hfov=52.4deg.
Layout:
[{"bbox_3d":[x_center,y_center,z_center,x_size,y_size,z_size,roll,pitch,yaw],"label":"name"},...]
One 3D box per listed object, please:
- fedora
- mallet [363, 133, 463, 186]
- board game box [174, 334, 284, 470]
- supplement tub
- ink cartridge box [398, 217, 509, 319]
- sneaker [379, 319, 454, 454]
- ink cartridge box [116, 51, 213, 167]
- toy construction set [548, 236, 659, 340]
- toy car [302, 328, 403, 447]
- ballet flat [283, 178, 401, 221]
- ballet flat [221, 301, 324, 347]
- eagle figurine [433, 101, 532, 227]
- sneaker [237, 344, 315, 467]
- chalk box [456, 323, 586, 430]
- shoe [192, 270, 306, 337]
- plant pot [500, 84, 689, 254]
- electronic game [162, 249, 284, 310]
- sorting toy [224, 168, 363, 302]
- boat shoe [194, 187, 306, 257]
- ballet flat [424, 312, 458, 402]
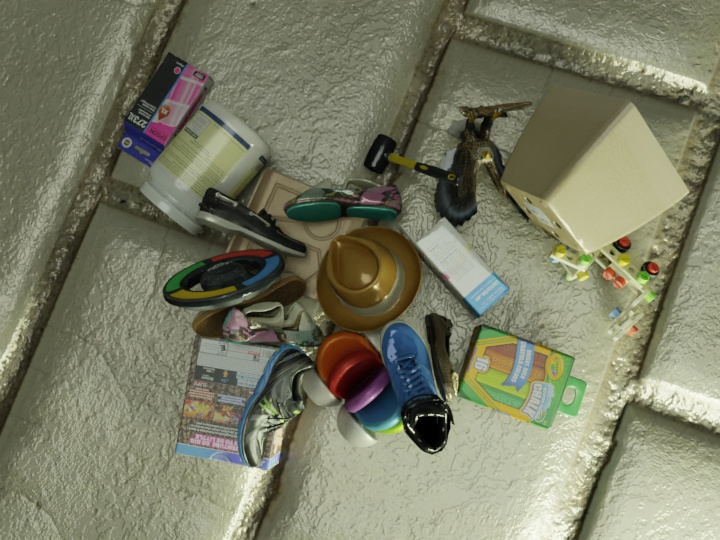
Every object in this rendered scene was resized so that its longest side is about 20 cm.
[{"bbox_3d":[0.000,0.000,1.191,0.200,0.082,0.201,-12,60,21],"label":"fedora"},{"bbox_3d":[0.085,-0.171,1.246,0.200,0.041,0.066,35,93,38],"label":"mallet"},{"bbox_3d":[-0.206,0.218,1.234,0.159,0.097,0.200,9,84,6],"label":"board game box"},{"bbox_3d":[-0.268,-0.176,1.263,0.145,0.145,0.200,40,88,8],"label":"supplement tub"},{"bbox_3d":[0.154,-0.016,1.223,0.068,0.115,0.200,-41,82,-1],"label":"ink cartridge box"},{"bbox_3d":[0.084,0.174,1.085,0.077,0.111,0.200,-13,96,-7],"label":"sneaker"},{"bbox_3d":[-0.363,-0.292,1.342,0.095,0.037,0.200,31,89,8],"label":"ink cartridge box"},{"bbox_3d":[0.412,0.012,1.210,0.131,0.092,0.200,-37,89,-25],"label":"toy construction set"},{"bbox_3d":[0.007,0.183,1.194,0.175,0.150,0.200,-41,82,-1],"label":"toy car"},{"bbox_3d":[-0.030,-0.123,1.248,0.200,0.069,0.071,-1,66,-4],"label":"ballet flat"},{"bbox_3d":[-0.132,0.087,1.206,0.069,0.200,0.071,37,113,48],"label":"ballet flat"},{"bbox_3d":[0.205,-0.178,1.236,0.152,0.151,0.200,4,105,33],"label":"eagle figurine"},{"bbox_3d":[-0.132,0.216,1.144,0.083,0.071,0.200,22,82,12],"label":"sneaker"},{"bbox_3d":[0.266,0.178,1.186,0.200,0.124,0.125,19,86,7],"label":"chalk box"},{"bbox_3d":[-0.189,0.052,1.218,0.200,0.070,0.053,-23,46,-20],"label":"shoe"},{"bbox_3d":[0.345,-0.145,1.148,0.177,0.200,0.200,-47,119,1],"label":"plant pot"},{"bbox_3d":[-0.220,0.010,1.181,0.200,0.200,0.042,-12,111,3],"label":"electronic game"},{"bbox_3d":[-0.115,-0.061,1.296,0.200,0.036,0.185,23,86,2],"label":"sorting toy"},{"bbox_3d":[-0.174,-0.076,1.221,0.200,0.074,0.060,22,80,-20],"label":"boat shoe"},{"bbox_3d":[0.137,0.134,1.183,0.046,0.200,0.067,-6,121,1],"label":"ballet flat"}]
